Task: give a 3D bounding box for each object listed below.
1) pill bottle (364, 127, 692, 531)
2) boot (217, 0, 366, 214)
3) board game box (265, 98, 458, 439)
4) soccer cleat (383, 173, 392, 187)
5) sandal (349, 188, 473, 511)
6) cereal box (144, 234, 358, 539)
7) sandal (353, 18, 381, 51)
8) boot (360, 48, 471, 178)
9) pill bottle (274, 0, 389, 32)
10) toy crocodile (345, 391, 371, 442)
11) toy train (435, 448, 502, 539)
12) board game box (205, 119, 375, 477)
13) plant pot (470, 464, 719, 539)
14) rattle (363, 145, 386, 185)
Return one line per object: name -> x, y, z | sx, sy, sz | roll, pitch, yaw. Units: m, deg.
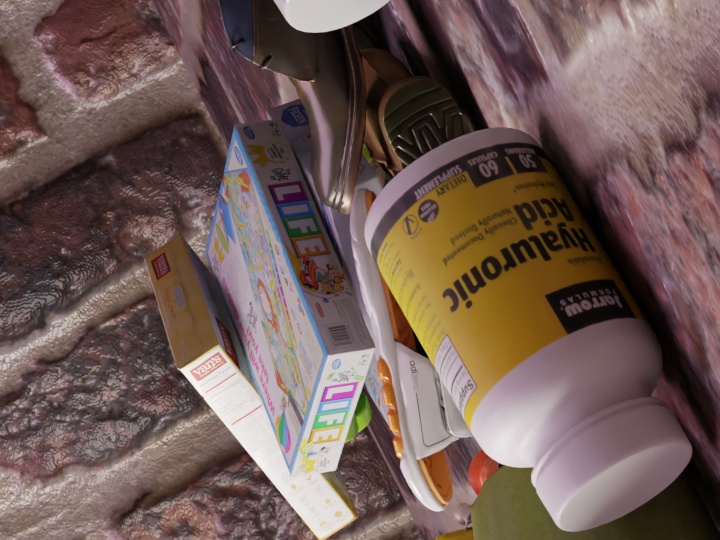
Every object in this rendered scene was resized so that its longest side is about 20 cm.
pill bottle -> 0.092, 0.033, 1.429 | 0.201, 0.111, 0.111 | 60, 174, 25
boot -> -0.045, -0.133, 1.649 | 0.075, 0.096, 0.202 | -107, 16, -78
board game box -> 0.000, 0.000, 1.859 | 0.200, 0.041, 0.201 | -124, 15, -66
soccer cleat -> 0.041, -0.023, 1.969 | 0.200, 0.069, 0.087 | 99, 160, -78
sandal -> 0.042, 0.048, 1.653 | 0.079, 0.059, 0.208 | -60, -42, -73
cereal box -> -0.080, 0.085, 1.947 | 0.200, 0.039, 0.144 | 53, -172, -35
sandal -> -0.048, -0.170, 1.799 | 0.079, 0.058, 0.201 | 15, 163, 37
boot -> 0.050, -0.055, 1.710 | 0.200, 0.066, 0.176 | -135, 25, -79
pill bottle -> -0.048, -0.233, 1.485 | 0.201, 0.112, 0.112 | 62, 175, 23
toy crocodile -> -0.040, 0.063, 1.934 | 0.200, 0.061, 0.068 | -118, 9, -54
toy train -> 0.126, 0.201, 1.884 | 0.201, 0.150, 0.056 | 57, 159, -15
board game box -> -0.051, 0.018, 1.815 | 0.135, 0.034, 0.201 | 108, 147, -48
plant pot -> 0.142, 0.197, 1.482 | 0.200, 0.199, 0.191 | 73, -179, -61
rattle -> -0.045, -0.074, 2.131 | 0.130, 0.143, 0.200 | 45, 176, -24
